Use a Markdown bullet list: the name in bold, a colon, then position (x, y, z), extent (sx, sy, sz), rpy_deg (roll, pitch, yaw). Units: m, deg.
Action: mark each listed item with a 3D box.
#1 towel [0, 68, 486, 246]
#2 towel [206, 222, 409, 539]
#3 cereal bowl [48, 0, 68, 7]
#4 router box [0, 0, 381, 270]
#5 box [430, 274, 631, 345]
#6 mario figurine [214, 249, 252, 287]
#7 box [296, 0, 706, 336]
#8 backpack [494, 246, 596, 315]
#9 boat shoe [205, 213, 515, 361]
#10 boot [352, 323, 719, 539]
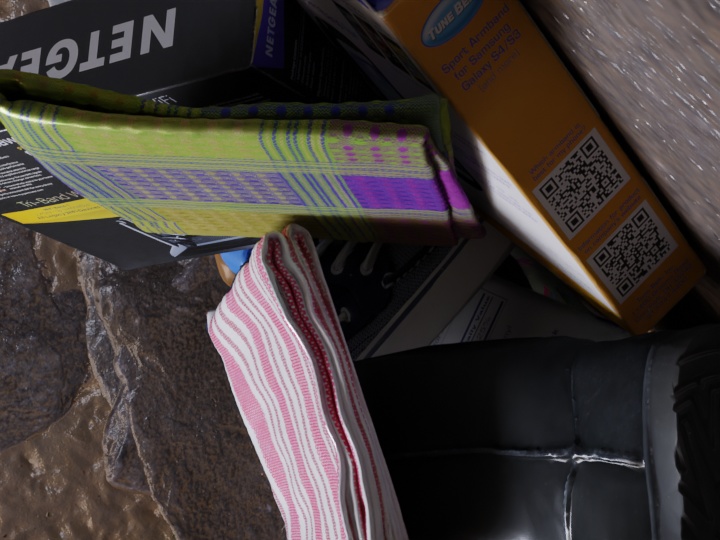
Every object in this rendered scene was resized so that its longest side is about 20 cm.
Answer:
- **towel**: position (-0.033, -0.034, 0.534), extent (0.144, 0.023, 0.200), rpy_deg (3, 173, 8)
- **towel**: position (-0.029, 0.069, 0.645), extent (0.200, 0.030, 0.146), rpy_deg (139, 114, -74)
- **cereal bowl**: position (-0.100, -0.140, 0.924), extent (0.200, 0.083, 0.200), rpy_deg (59, -164, -29)
- **router box**: position (-0.074, -0.057, 0.648), extent (0.200, 0.052, 0.157), rpy_deg (-9, 159, 32)
- **box**: position (0.079, 0.111, 0.716), extent (0.105, 0.184, 0.200), rpy_deg (26, -179, -22)
- **mario figurine**: position (-0.003, 0.027, 0.884), extent (0.106, 0.123, 0.200), rpy_deg (4, -152, -38)
- **box**: position (0.031, -0.068, 0.524), extent (0.200, 0.041, 0.119), rpy_deg (49, 177, -41)
- **backpack**: position (0.064, 0.039, 0.962), extent (0.127, 0.167, 0.200), rpy_deg (27, -177, -32)
- **boat shoe**: position (0.000, 0.000, 0.724), extent (0.093, 0.200, 0.075), rpy_deg (42, -142, 2)
- **boot**: position (0.062, 0.103, 0.558), extent (0.066, 0.165, 0.200), rpy_deg (9, 170, -33)
